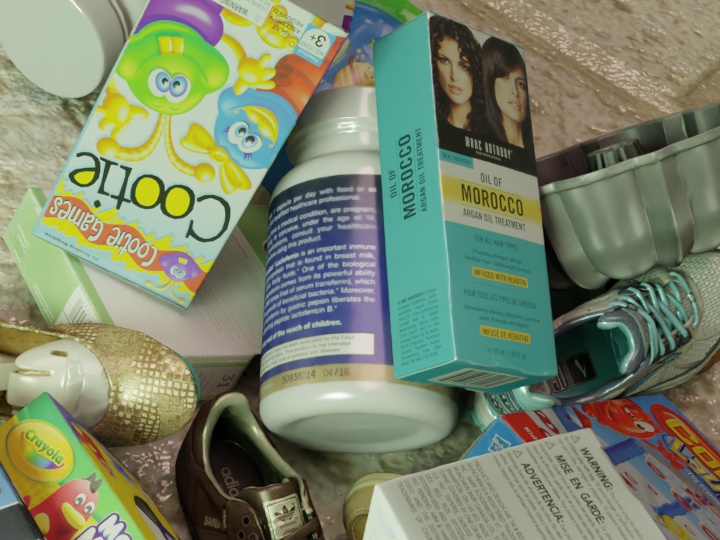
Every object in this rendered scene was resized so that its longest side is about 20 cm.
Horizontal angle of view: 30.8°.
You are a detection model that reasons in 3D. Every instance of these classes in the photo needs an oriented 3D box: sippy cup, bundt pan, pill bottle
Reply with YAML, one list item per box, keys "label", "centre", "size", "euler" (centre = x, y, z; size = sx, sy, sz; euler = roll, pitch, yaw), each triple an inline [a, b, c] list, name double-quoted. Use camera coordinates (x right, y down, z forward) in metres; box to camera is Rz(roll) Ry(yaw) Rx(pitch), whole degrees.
- label: "sippy cup"
  centre: [-0.013, -0.110, 0.925]
  size: [0.140, 0.178, 0.130]
  euler: [51, 59, -12]
- label: "bundt pan"
  centre: [0.170, -0.044, 0.827]
  size: [0.202, 0.202, 0.076]
  euler: [-26, 100, -34]
- label: "pill bottle"
  centre: [-0.179, -0.221, 0.991]
  size: [0.113, 0.113, 0.200]
  euler: [26, 46, 11]
- label: "pill bottle"
  centre: [0.000, 0.000, 0.779]
  size: [0.115, 0.116, 0.201]
  euler: [5, 69, -11]

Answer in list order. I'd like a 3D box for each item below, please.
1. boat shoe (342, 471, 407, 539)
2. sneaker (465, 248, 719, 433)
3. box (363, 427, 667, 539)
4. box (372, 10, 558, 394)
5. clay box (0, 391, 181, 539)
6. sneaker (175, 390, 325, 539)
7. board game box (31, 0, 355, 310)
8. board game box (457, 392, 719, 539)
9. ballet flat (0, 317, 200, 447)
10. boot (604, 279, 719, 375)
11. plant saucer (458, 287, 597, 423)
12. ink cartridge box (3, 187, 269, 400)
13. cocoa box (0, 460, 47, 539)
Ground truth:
- label: "boat shoe"
  centre: [0.069, 0.180, 0.696]
  size: [0.200, 0.073, 0.063]
  euler: [31, 44, 14]
- label: "sneaker"
  centre: [0.163, 0.044, 0.787]
  size: [0.200, 0.086, 0.078]
  euler: [-29, 82, -17]
- label: "box"
  centre: [0.058, 0.181, 0.557]
  size: [0.101, 0.200, 0.113]
  euler: [-11, 45, -22]
- label: "box"
  centre: [0.058, -0.037, 0.729]
  size: [0.082, 0.049, 0.201]
  euler: [11, 67, -39]
- label: "clay box"
  centre: [-0.097, 0.158, 0.624]
  size: [0.048, 0.115, 0.200]
  euler: [-40, 55, -8]
- label: "sneaker"
  centre: [-0.049, 0.153, 0.688]
  size: [0.070, 0.076, 0.200]
  euler: [-15, 52, -27]
- label: "board game box"
  centre: [-0.094, -0.097, 0.757]
  size: [0.103, 0.200, 0.105]
  euler: [27, 29, -12]
- label: "board game box"
  centre: [0.172, 0.158, 0.700]
  size: [0.196, 0.056, 0.200]
  euler: [1, 40, -53]
- label: "ballet flat"
  centre: [-0.182, 0.060, 0.709]
  size: [0.199, 0.071, 0.065]
  euler: [4, 6, 30]
- label: "boot"
  centre: [0.214, -0.005, 0.937]
  size: [0.075, 0.074, 0.200]
  euler: [30, 38, -23]
- label: "plant saucer"
  centre: [0.081, 0.015, 0.878]
  size: [0.199, 0.036, 0.200]
  euler: [10, 44, -10]
- label: "ink cartridge box"
  centre: [-0.107, 0.015, 0.831]
  size: [0.200, 0.048, 0.146]
  euler: [4, 41, -46]
- label: "cocoa box"
  centre: [-0.245, 0.168, 0.579]
  size: [0.200, 0.134, 0.131]
  euler: [-20, 54, -30]
